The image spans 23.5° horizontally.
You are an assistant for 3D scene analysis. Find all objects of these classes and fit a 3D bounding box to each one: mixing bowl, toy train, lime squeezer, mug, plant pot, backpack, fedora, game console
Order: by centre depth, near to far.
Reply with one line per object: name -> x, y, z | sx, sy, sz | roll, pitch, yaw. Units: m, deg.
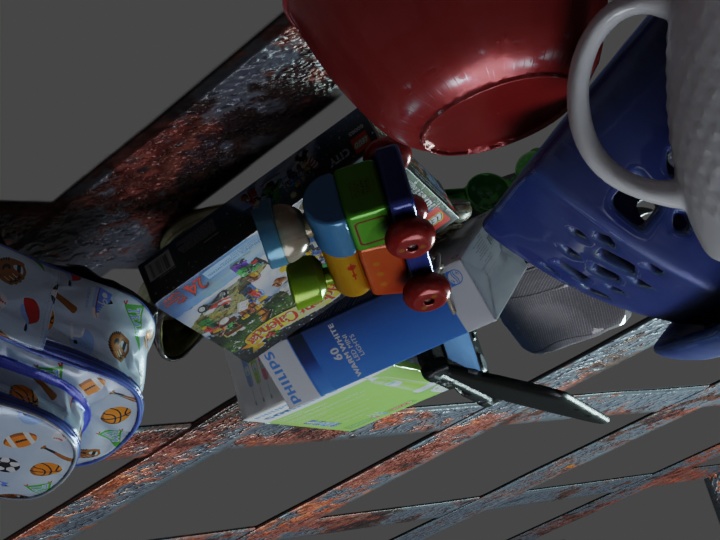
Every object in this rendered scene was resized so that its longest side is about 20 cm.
mug -> 0.210, -0.094, 0.926 | 0.198, 0.177, 0.148 | 4, -171, 8
mixing bowl -> 0.064, -0.136, 0.997 | 0.198, 0.109, 0.200 | -16, 162, -5
plant pot -> 0.212, -0.059, 1.085 | 0.200, 0.180, 0.200 | -49, 179, -8
backpack -> -0.239, 0.066, 1.190 | 0.189, 0.155, 0.200 | 11, 152, -23
toy train -> 0.000, 0.000, 1.206 | 0.115, 0.085, 0.201 | -16, 147, 2
lime squeezer -> 0.114, -0.081, 1.359 | 0.199, 0.038, 0.071 | -22, 131, 17
fedora -> 0.176, 0.014, 1.487 | 0.176, 0.091, 0.200 | -24, -173, -22
game console -> 0.126, 0.063, 1.549 | 0.116, 0.177, 0.200 | -22, 162, 14

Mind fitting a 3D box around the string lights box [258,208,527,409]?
string lights box -> 0.024, 0.030, 1.370 | 0.199, 0.059, 0.103 | -26, -167, 29

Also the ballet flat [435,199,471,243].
ballet flat -> 0.007, -0.015, 1.363 | 0.199, 0.047, 0.067 | -18, 166, 36

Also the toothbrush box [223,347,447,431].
toothbrush box -> -0.012, 0.084, 1.632 | 0.145, 0.087, 0.199 | -26, 162, 25

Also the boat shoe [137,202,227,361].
boat shoe -> -0.122, 0.011, 1.333 | 0.073, 0.065, 0.200 | -9, 160, -21

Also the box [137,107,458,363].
box -> -0.042, -0.021, 1.250 | 0.199, 0.038, 0.136 | -35, 147, 12

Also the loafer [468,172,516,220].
loafer -> 0.072, -0.022, 1.427 | 0.198, 0.064, 0.072 | -22, 162, 13
